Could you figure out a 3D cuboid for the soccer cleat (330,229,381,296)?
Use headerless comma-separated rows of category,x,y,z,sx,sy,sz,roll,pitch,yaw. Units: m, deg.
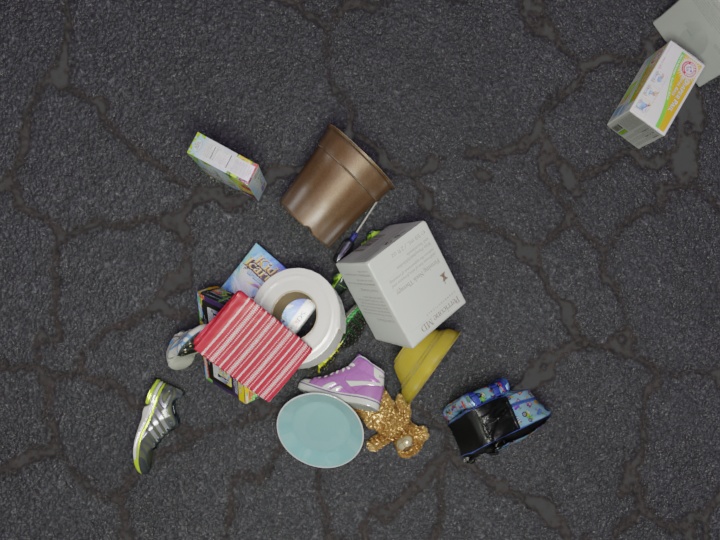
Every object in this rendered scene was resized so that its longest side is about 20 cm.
soccer cleat,0.000,0.000,1.371,0.081,0.067,0.201,41,83,-7

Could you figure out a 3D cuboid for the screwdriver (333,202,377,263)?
screwdriver,-0.001,-0.101,1.390,0.028,0.029,0.202,34,90,-1

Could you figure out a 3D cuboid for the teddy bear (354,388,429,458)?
teddy bear,0.061,0.336,1.352,0.143,0.067,0.203,-28,88,-3

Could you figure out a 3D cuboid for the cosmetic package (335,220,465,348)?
cosmetic package,0.084,0.027,1.287,0.166,0.165,0.203,-36,105,-22

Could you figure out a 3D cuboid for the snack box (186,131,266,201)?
snack box,-0.279,-0.217,1.294,0.140,0.200,0.054,29,85,-2

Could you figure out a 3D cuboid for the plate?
plate,-0.087,0.347,1.329,0.195,0.026,0.205,4,115,8

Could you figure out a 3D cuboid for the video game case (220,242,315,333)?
video game case,-0.214,0.073,1.359,0.199,0.045,0.183,39,84,-1

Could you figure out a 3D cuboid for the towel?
towel,-0.209,0.149,1.180,0.199,0.022,0.145,41,92,-22

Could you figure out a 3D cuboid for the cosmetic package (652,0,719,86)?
cosmetic package,0.830,-0.575,1.398,0.122,0.200,0.201,-37,90,-5

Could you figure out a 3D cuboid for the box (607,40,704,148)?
box,0.693,-0.412,1.422,0.100,0.112,0.202,33,84,-2

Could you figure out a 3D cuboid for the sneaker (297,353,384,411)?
sneaker,-0.038,0.240,1.343,0.195,0.073,0.117,7,67,18

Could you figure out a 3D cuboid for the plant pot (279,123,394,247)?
plant pot,-0.061,-0.174,1.319,0.200,0.200,0.199,42,91,-1

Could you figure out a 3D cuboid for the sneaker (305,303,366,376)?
sneaker,-0.064,0.136,1.351,0.199,0.079,0.085,-40,53,-19

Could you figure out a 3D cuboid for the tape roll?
tape roll,-0.131,0.102,1.279,0.197,0.071,0.208,-2,75,9

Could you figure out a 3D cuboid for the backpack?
backpack,0.305,0.316,1.321,0.196,0.183,0.137,-18,71,-19

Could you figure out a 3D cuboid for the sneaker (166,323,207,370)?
sneaker,-0.364,0.150,1.278,0.071,0.199,0.074,-1,66,-37

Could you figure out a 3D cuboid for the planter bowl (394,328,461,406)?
planter bowl,0.129,0.187,1.309,0.083,0.201,0.202,36,84,11

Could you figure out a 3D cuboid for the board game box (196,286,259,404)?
board game box,-0.271,0.151,1.265,0.056,0.163,0.205,-17,114,-42

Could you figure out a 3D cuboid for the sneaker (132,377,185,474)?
sneaker,-0.439,0.343,1.314,0.079,0.074,0.205,13,87,-6
